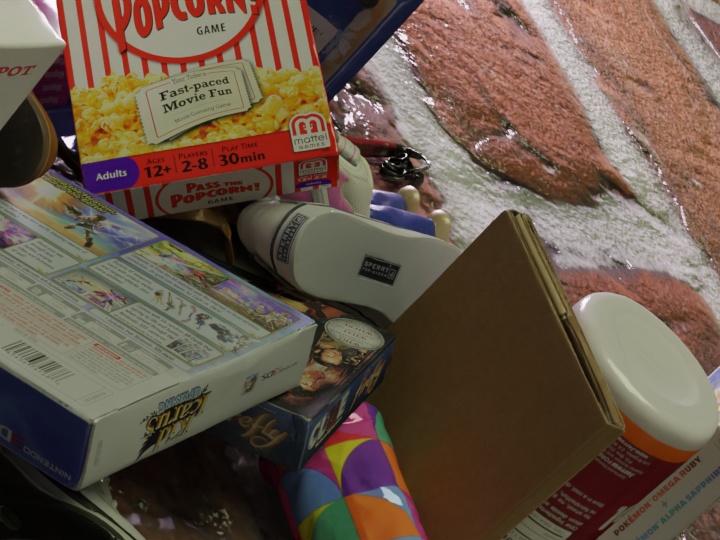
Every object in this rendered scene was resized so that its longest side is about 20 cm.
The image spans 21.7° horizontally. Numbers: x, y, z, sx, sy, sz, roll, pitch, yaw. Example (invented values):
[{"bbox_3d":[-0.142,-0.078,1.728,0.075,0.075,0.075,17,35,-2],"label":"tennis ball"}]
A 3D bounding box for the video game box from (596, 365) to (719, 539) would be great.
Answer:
[{"bbox_3d":[0.213,0.133,1.270,0.047,0.182,0.200,42,28,5],"label":"video game box"}]

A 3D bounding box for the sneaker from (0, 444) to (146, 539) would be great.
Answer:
[{"bbox_3d":[-0.133,0.116,0.954,0.200,0.076,0.115,43,30,3],"label":"sneaker"}]

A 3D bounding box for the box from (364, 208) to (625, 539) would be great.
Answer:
[{"bbox_3d":[0.056,0.087,1.108,0.021,0.200,0.164,16,39,-40],"label":"box"}]

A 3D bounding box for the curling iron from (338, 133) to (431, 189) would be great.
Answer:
[{"bbox_3d":[-0.016,-0.092,1.428,0.200,0.026,0.050,8,21,-48],"label":"curling iron"}]

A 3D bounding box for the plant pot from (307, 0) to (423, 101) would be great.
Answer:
[{"bbox_3d":[-0.048,-0.243,1.427,0.200,0.200,0.180,35,36,-15],"label":"plant pot"}]

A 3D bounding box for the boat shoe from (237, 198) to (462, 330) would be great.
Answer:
[{"bbox_3d":[0.000,0.000,1.178,0.066,0.072,0.200,24,5,40],"label":"boat shoe"}]

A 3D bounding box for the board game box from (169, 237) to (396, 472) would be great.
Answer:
[{"bbox_3d":[-0.095,0.036,1.072,0.199,0.035,0.135,23,25,13],"label":"board game box"}]

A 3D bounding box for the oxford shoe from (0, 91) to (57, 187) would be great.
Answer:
[{"bbox_3d":[-0.226,-0.101,1.075,0.200,0.072,0.071,34,13,37],"label":"oxford shoe"}]

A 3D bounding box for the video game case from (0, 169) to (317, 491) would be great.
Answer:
[{"bbox_3d":[-0.154,0.023,0.966,0.200,0.046,0.181,29,29,25],"label":"video game case"}]

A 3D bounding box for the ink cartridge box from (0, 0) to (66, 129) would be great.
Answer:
[{"bbox_3d":[-0.261,-0.109,0.957,0.125,0.200,0.128,52,29,15],"label":"ink cartridge box"}]

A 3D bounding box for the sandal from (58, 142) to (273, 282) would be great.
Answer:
[{"bbox_3d":[-0.124,-0.050,1.210,0.200,0.054,0.080,49,29,9],"label":"sandal"}]

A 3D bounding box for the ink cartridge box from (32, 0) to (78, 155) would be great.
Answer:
[{"bbox_3d":[-0.187,-0.155,1.239,0.200,0.043,0.196,38,25,20],"label":"ink cartridge box"}]

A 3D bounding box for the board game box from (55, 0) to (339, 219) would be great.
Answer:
[{"bbox_3d":[-0.104,-0.135,1.140,0.151,0.046,0.201,-10,66,-6],"label":"board game box"}]

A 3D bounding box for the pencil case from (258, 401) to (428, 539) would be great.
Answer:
[{"bbox_3d":[0.005,0.171,1.060,0.088,0.088,0.201,16,41,-41],"label":"pencil case"}]

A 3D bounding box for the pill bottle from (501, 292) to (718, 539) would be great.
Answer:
[{"bbox_3d":[0.112,0.115,1.142,0.113,0.200,0.113,32,30,-21],"label":"pill bottle"}]

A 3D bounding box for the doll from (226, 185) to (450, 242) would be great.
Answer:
[{"bbox_3d":[-0.023,-0.044,1.331,0.199,0.049,0.136,10,22,-43],"label":"doll"}]

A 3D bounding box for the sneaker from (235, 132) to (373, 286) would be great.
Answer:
[{"bbox_3d":[-0.044,-0.064,1.224,0.081,0.088,0.201,21,-38,59],"label":"sneaker"}]
